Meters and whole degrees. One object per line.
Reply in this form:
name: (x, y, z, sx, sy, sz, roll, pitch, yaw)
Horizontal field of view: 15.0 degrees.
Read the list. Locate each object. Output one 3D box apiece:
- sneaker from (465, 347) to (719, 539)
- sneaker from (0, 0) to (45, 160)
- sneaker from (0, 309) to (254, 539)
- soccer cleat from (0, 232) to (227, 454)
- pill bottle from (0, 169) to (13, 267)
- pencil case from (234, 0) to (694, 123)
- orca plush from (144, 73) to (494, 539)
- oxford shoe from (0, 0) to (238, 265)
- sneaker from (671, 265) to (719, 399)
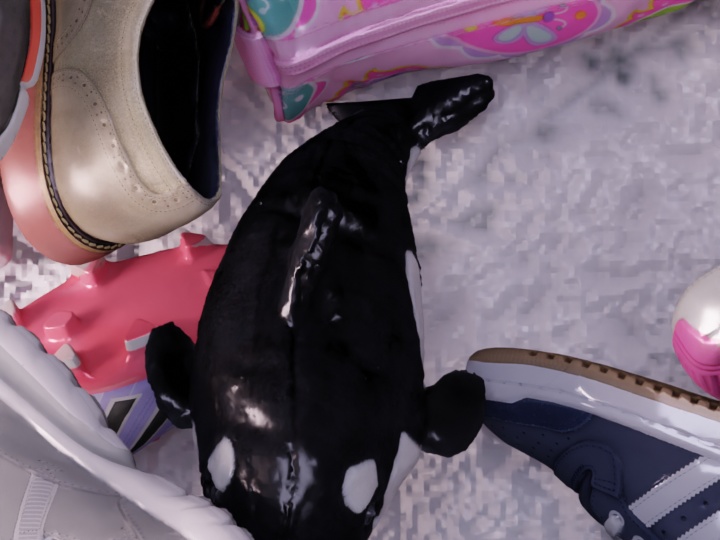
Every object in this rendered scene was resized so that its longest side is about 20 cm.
sneaker: (0.112, 0.098, 0.855, 0.199, 0.070, 0.109, 19, 91, 16)
sneaker: (-0.134, -0.125, 0.805, 0.077, 0.082, 0.201, -1, 79, -1)
sneaker: (-0.078, 0.098, 0.784, 0.082, 0.075, 0.200, -38, 52, -18)
soccer cleat: (-0.107, 0.055, 0.897, 0.199, 0.077, 0.067, -27, 37, -11)
pill bottle: (-0.155, -0.102, 0.899, 0.110, 0.111, 0.201, -2, 80, 6)
pencil case: (0.053, -0.111, 0.891, 0.199, 0.087, 0.088, -14, 79, 4)
orca plush: (0.000, 0.000, 0.838, 0.105, 0.071, 0.200, 24, 51, 10)
oxford shoe: (-0.067, -0.104, 0.861, 0.075, 0.070, 0.201, -10, 78, 36)
sneaker: (0.168, -0.028, 0.859, 0.199, 0.082, 0.088, -30, 65, -24)
